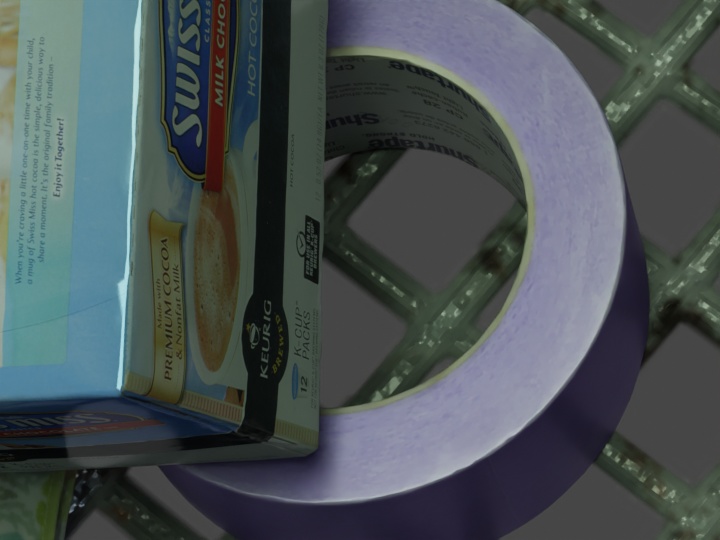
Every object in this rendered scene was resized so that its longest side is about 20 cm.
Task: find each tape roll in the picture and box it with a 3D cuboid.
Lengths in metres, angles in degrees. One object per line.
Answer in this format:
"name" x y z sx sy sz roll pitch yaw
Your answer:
"tape roll" 0.000 0.000 1.067 0.199 0.085 0.201 -4 68 9

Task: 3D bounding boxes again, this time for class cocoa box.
"cocoa box" -0.096 -0.043 0.971 0.133 0.131 0.201 -4 77 25

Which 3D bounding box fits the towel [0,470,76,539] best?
"towel" -0.176 0.045 1.033 0.048 0.200 0.172 -14 62 41
